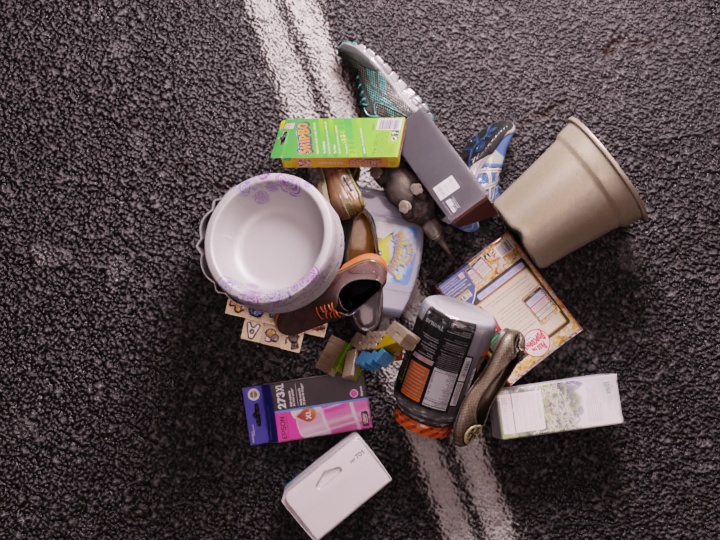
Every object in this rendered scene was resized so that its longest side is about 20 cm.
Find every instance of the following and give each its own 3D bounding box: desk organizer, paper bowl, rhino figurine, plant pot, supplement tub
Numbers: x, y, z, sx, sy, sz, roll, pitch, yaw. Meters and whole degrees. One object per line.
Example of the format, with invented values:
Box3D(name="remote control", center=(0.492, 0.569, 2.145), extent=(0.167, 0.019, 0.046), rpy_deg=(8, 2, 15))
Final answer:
Box3D(name="desk organizer", center=(0.129, -0.151, 1.662), extent=(0.072, 0.077, 0.200), rpy_deg=(-36, 59, 6))
Box3D(name="paper bowl", center=(-0.122, -0.035, 1.585), extent=(0.200, 0.104, 0.201), rpy_deg=(-4, 75, 14))
Box3D(name="rhino figurine", center=(0.084, -0.106, 1.674), extent=(0.060, 0.087, 0.200), rpy_deg=(-38, 75, 5))
Box3D(name="plant pot", center=(0.318, -0.107, 1.684), extent=(0.183, 0.200, 0.201), rpy_deg=(-37, 88, 5))
Box3D(name="supplement tub", center=(0.125, 0.149, 1.656), extent=(0.122, 0.123, 0.201), rpy_deg=(18, 105, -2))

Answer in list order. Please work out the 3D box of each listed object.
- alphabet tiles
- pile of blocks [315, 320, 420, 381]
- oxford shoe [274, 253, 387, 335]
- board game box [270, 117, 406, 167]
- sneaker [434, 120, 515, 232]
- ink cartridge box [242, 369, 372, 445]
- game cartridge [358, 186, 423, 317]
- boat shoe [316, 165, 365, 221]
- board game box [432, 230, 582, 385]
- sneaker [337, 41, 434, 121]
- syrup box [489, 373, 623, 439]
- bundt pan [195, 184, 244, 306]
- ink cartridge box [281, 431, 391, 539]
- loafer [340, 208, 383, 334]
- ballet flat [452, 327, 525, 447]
Box3D(name="alphabet tiles", center=(-0.124, 0.025, 1.728), extent=(0.166, 0.006, 0.201), rpy_deg=(13, 84, -3))
Box3D(name="pile of blocks", center=(0.019, 0.136, 1.642), extent=(0.062, 0.200, 0.082), rpy_deg=(33, 57, -33))
Box3D(name="oxford shoe", center=(-0.049, 0.045, 1.609), extent=(0.200, 0.073, 0.071), rpy_deg=(-33, 112, 16))
Box3D(name="board game box", center=(-0.034, -0.199, 1.653), extent=(0.199, 0.030, 0.096), rpy_deg=(3, 47, 10))
Box3D(name="sneaker", center=(0.196, -0.154, 1.738), extent=(0.077, 0.076, 0.200), rpy_deg=(35, 84, -22))
Box3D(name="ink cartridge box", center=(-0.085, 0.218, 1.701), extent=(0.199, 0.037, 0.095), rpy_deg=(-9, 85, -2))
Box3D(name="game cartridge", center=(0.033, -0.029, 1.725), extent=(0.133, 0.040, 0.201), rpy_deg=(10, 84, -8))
Box3D(name="boat shoe", center=(-0.031, -0.157, 1.682), extent=(0.068, 0.072, 0.201), rpy_deg=(-20, 53, 12))
Box3D(name="board game box", center=(0.237, 0.062, 1.725), extent=(0.151, 0.046, 0.200), rpy_deg=(-36, 88, -5))
Box3D(name="sneaker", center=(0.025, -0.284, 1.731), extent=(0.091, 0.078, 0.200), rpy_deg=(-44, 87, -2))
Box3D(name="syrup box", center=(0.309, 0.216, 1.699), extent=(0.199, 0.081, 0.079), rpy_deg=(-7, 85, -4))
Box3D(name="bundt pan", center=(-0.156, -0.037, 1.689), extent=(0.201, 0.076, 0.203), rpy_deg=(0, 85, -3))
Box3D(name="ink cartridge box", center=(-0.038, 0.320, 1.610), extent=(0.146, 0.200, 0.086), rpy_deg=(-38, 88, -5))
Box3D(name="loafer", center=(0.000, 0.000, 1.666), extent=(0.073, 0.072, 0.201), rpy_deg=(-8, 87, -8))
Box3D(name="ballet flat", center=(0.200, 0.182, 1.632), extent=(0.046, 0.067, 0.200), rpy_deg=(25, 81, 27))
